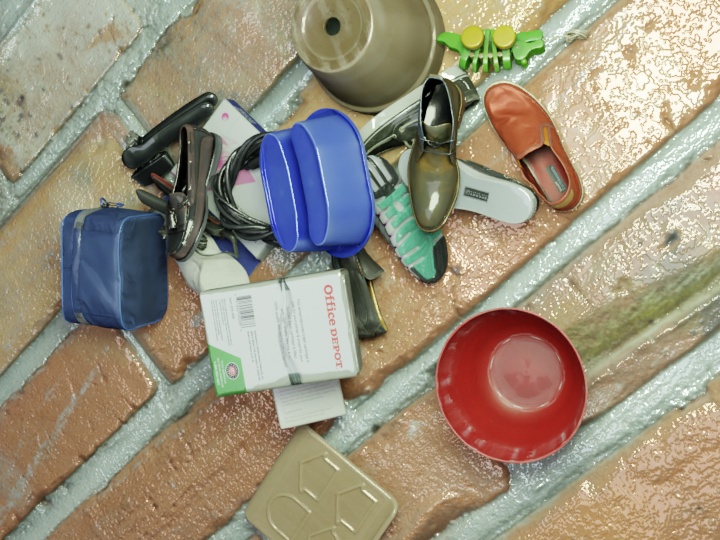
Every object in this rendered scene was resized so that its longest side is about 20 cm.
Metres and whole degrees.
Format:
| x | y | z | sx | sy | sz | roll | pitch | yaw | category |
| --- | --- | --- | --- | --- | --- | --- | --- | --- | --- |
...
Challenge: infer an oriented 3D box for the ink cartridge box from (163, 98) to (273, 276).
| x | y | z | sx | sy | sz | roll | pitch | yaw | category |
| --- | --- | --- | --- | --- | --- | --- | --- | --- | --- |
| -0.189 | -0.119 | 1.470 | 0.196 | 0.043 | 0.200 | 44 | 107 | 13 | ink cartridge box |

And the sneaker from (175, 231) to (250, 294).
| x | y | z | sx | sy | sz | roll | pitch | yaw | category |
| --- | --- | --- | --- | --- | --- | --- | --- | --- | --- |
| -0.226 | 0.016 | 1.467 | 0.200 | 0.075 | 0.089 | 52 | 141 | 36 | sneaker |

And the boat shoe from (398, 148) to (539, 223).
| x | y | z | sx | sy | sz | roll | pitch | yaw | category |
| --- | --- | --- | --- | --- | --- | --- | --- | --- | --- |
| 0.149 | -0.117 | 1.317 | 0.199 | 0.066 | 0.070 | 19 | 107 | 21 | boat shoe |

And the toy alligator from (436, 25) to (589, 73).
| x | y | z | sx | sy | sz | roll | pitch | yaw | category |
| --- | --- | --- | --- | --- | --- | --- | --- | --- | --- |
| 0.198 | -0.287 | 1.282 | 0.199 | 0.059 | 0.055 | 3 | 85 | 14 | toy alligator |

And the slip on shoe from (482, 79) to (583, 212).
| x | y | z | sx | sy | sz | roll | pitch | yaw | category |
| --- | --- | --- | --- | --- | --- | --- | --- | --- | --- |
| 0.225 | -0.166 | 1.285 | 0.074 | 0.061 | 0.201 | -33 | 81 | 23 | slip on shoe |

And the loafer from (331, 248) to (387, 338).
| x | y | z | sx | sy | sz | roll | pitch | yaw | category |
| --- | --- | --- | --- | --- | --- | --- | --- | --- | --- |
| 0.000 | 0.000 | 1.392 | 0.072 | 0.073 | 0.201 | -1 | 103 | 12 | loafer |

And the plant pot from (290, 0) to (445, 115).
| x | y | z | sx | sy | sz | roll | pitch | yaw | category |
| --- | --- | --- | --- | --- | --- | --- | --- | --- | --- |
| -0.005 | -0.313 | 1.307 | 0.199 | 0.173 | 0.201 | 2 | 96 | 23 | plant pot |

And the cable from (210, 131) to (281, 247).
| x | y | z | sx | sy | sz | roll | pitch | yaw | category |
| --- | --- | --- | --- | --- | --- | --- | --- | --- | --- |
| -0.124 | -0.118 | 1.395 | 0.199 | 0.051 | 0.164 | 17 | 103 | 18 | cable |

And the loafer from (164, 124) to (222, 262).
| x | y | z | sx | sy | sz | roll | pitch | yaw | category |
| --- | --- | --- | --- | --- | --- | --- | --- | --- | --- |
| -0.255 | -0.114 | 1.407 | 0.072 | 0.063 | 0.201 | -4 | 68 | 45 | loafer |

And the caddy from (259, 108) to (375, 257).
| x | y | z | sx | sy | sz | roll | pitch | yaw | category |
| --- | --- | --- | --- | --- | --- | --- | --- | --- | --- |
| -0.050 | -0.114 | 1.295 | 0.141 | 0.105 | 0.201 | -9 | 92 | 48 | caddy |

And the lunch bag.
| x | y | z | sx | sy | sz | roll | pitch | yaw | category |
| --- | --- | --- | --- | --- | --- | --- | --- | --- | --- |
| -0.387 | -0.012 | 1.507 | 0.132 | 0.136 | 0.201 | 3 | 95 | 22 | lunch bag |

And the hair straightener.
| x | y | z | sx | sy | sz | roll | pitch | yaw | category |
| --- | --- | --- | --- | --- | --- | --- | --- | --- | --- |
| -0.264 | -0.067 | 1.464 | 0.200 | 0.041 | 0.077 | 35 | 68 | 17 | hair straightener |

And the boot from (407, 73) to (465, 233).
| x | y | z | sx | sy | sz | roll | pitch | yaw | category |
| --- | --- | --- | --- | --- | --- | --- | --- | --- | --- |
| 0.089 | -0.152 | 1.247 | 0.074 | 0.097 | 0.201 | 5 | 85 | 16 | boot |

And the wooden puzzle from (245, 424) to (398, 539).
| x | y | z | sx | sy | sz | roll | pitch | yaw | category |
| --- | --- | --- | --- | --- | --- | --- | --- | --- | --- |
| -0.056 | 0.354 | 1.457 | 0.200 | 0.046 | 0.186 | 38 | 107 | 20 | wooden puzzle |

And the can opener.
| x | y | z | sx | sy | sz | roll | pitch | yaw | category |
| --- | --- | --- | --- | --- | --- | --- | --- | --- | --- |
| -0.293 | -0.211 | 1.497 | 0.200 | 0.079 | 0.064 | -36 | 37 | 25 | can opener |

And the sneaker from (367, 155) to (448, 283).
| x | y | z | sx | sy | sz | roll | pitch | yaw | category |
| --- | --- | --- | --- | --- | --- | --- | --- | --- | --- |
| 0.051 | -0.072 | 1.374 | 0.074 | 0.087 | 0.201 | -34 | 100 | -17 | sneaker |

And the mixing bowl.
| x | y | z | sx | sy | sz | roll | pitch | yaw | category |
| --- | --- | --- | --- | --- | --- | --- | --- | --- | --- |
| 0.208 | 0.143 | 1.293 | 0.199 | 0.108 | 0.201 | 2 | 95 | 21 | mixing bowl |

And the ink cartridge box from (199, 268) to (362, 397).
| x | y | z | sx | sy | sz | roll | pitch | yaw | category |
| --- | --- | --- | --- | --- | --- | --- | --- | --- | --- |
| -0.104 | 0.083 | 1.333 | 0.199 | 0.083 | 0.148 | -8 | 92 | 7 | ink cartridge box |

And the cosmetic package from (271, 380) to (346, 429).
| x | y | z | sx | sy | sz | roll | pitch | yaw | category |
| --- | --- | --- | --- | --- | --- | --- | --- | --- | --- |
| -0.089 | 0.120 | 1.417 | 0.101 | 0.074 | 0.201 | -12 | 88 | -3 | cosmetic package |

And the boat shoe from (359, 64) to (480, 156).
| x | y | z | sx | sy | sz | roll | pitch | yaw | category |
| --- | --- | --- | --- | --- | --- | --- | --- | --- | --- |
| 0.071 | -0.200 | 1.339 | 0.200 | 0.071 | 0.064 | -34 | 79 | 20 | boat shoe |
